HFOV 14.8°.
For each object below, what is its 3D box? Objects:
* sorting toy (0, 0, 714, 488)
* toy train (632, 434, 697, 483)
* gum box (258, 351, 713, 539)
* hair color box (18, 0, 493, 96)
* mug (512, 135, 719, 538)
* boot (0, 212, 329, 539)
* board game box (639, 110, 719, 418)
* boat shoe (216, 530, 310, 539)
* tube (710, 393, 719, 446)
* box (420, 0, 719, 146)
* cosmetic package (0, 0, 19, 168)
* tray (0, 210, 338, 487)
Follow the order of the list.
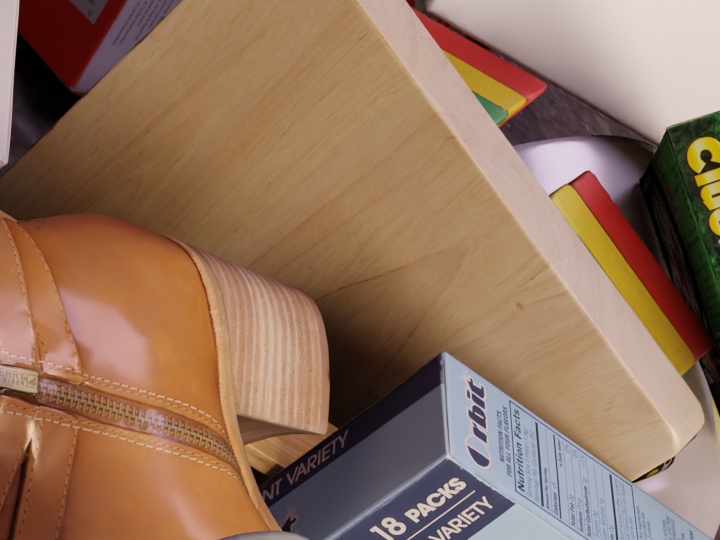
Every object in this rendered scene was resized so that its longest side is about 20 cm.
[{"bbox_3d":[0.000,0.000,0.905,0.199,0.200,0.070,54,46,0],"label":"sorting toy"},{"bbox_3d":[0.037,-0.005,0.952,0.200,0.034,0.046,48,46,8],"label":"toy train"},{"bbox_3d":[0.036,0.130,0.861,0.200,0.170,0.045,36,33,-29],"label":"gum box"},{"bbox_3d":[-0.033,-0.105,1.074,0.199,0.102,0.061,14,25,-50],"label":"hair color box"},{"bbox_3d":[0.079,0.050,1.046,0.186,0.149,0.154,3,64,-47],"label":"mug"},{"bbox_3d":[-0.070,0.080,0.724,0.155,0.076,0.202,12,70,-43],"label":"boot"},{"bbox_3d":[0.119,0.009,0.903,0.200,0.023,0.106,29,44,-86],"label":"board game box"},{"bbox_3d":[-0.012,0.141,0.647,0.203,0.074,0.065,81,-10,-49],"label":"boat shoe"},{"bbox_3d":[0.162,-0.005,1.027,0.051,0.201,0.058,4,36,-10],"label":"tube"},{"bbox_3d":[0.092,-0.144,1.056,0.152,0.107,0.200,28,19,-22],"label":"box"},{"bbox_3d":[-0.207,-0.079,0.798,0.199,0.107,0.085,32,35,-31],"label":"cosmetic package"},{"bbox_3d":[-0.082,0.056,0.841,0.200,0.098,0.037,35,33,-29],"label":"tray"}]
